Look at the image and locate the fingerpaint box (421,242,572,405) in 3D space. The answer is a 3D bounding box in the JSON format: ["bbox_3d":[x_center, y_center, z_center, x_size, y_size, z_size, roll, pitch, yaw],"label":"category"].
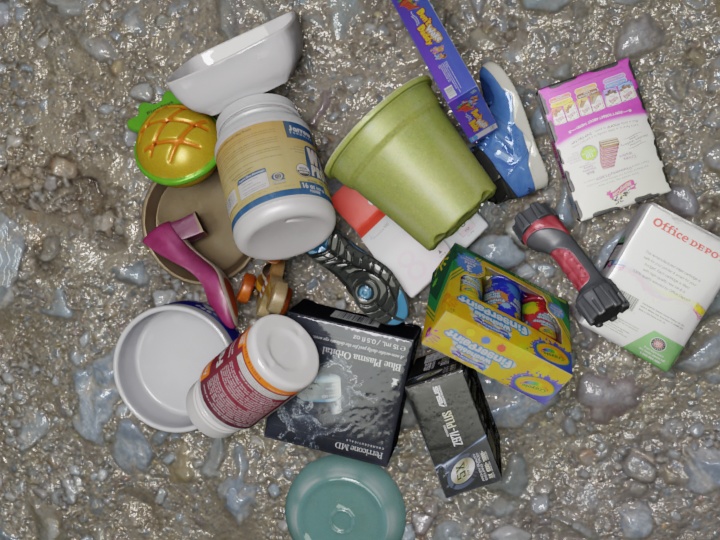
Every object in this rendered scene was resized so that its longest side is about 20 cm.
[{"bbox_3d":[0.196,0.072,1.213,0.199,0.167,0.073,27,126,-8],"label":"fingerpaint box"}]

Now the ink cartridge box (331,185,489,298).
[{"bbox_3d":[0.070,-0.085,1.303,0.163,0.057,0.200,-44,93,10],"label":"ink cartridge box"}]

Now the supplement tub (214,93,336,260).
[{"bbox_3d":[-0.125,-0.132,1.209,0.144,0.145,0.201,-21,66,10],"label":"supplement tub"}]

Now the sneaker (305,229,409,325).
[{"bbox_3d":[0.000,0.000,1.303,0.073,0.082,0.200,-45,86,9],"label":"sneaker"}]

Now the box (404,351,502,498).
[{"bbox_3d":[0.138,0.210,1.245,0.086,0.200,0.165,-20,93,10],"label":"box"}]

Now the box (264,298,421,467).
[{"bbox_3d":[-0.025,0.168,1.309,0.196,0.117,0.201,12,99,7],"label":"box"}]

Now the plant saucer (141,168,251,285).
[{"bbox_3d":[-0.249,-0.078,1.360,0.199,0.029,0.201,1,97,8],"label":"plant saucer"}]

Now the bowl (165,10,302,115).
[{"bbox_3d":[-0.170,-0.296,1.250,0.199,0.200,0.075,-22,111,11],"label":"bowl"}]

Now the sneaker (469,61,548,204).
[{"bbox_3d":[0.188,-0.196,1.257,0.111,0.077,0.201,-23,99,1],"label":"sneaker"}]

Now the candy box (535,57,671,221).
[{"bbox_3d":[0.349,-0.187,1.243,0.136,0.061,0.201,-18,92,10],"label":"candy box"}]

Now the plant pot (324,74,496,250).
[{"bbox_3d":[0.084,-0.136,1.204,0.200,0.200,0.184,-43,85,10],"label":"plant pot"}]

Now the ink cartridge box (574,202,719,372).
[{"bbox_3d":[0.426,0.021,1.241,0.144,0.084,0.201,29,100,5],"label":"ink cartridge box"}]

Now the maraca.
[{"bbox_3d":[-0.281,-0.202,1.298,0.137,0.107,0.200,-25,54,-10],"label":"maraca"}]

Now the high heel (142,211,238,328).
[{"bbox_3d":[-0.258,0.013,1.316,0.096,0.067,0.201,-26,71,2],"label":"high heel"}]

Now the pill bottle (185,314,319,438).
[{"bbox_3d":[-0.158,0.156,1.217,0.114,0.114,0.200,51,128,1],"label":"pill bottle"}]

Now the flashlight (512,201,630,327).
[{"bbox_3d":[0.292,-0.008,1.221,0.068,0.068,0.200,-52,50,33],"label":"flashlight"}]

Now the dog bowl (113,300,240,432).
[{"bbox_3d":[-0.284,0.150,1.364,0.199,0.079,0.201,1,96,9],"label":"dog bowl"}]

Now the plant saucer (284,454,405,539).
[{"bbox_3d":[-0.028,0.396,1.373,0.199,0.036,0.201,1,96,8],"label":"plant saucer"}]

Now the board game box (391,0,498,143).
[{"bbox_3d":[0.115,-0.291,1.194,0.045,0.134,0.201,-29,67,11],"label":"board game box"}]

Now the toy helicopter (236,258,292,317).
[{"bbox_3d":[-0.123,0.012,1.267,0.079,0.200,0.133,20,98,-13],"label":"toy helicopter"}]
